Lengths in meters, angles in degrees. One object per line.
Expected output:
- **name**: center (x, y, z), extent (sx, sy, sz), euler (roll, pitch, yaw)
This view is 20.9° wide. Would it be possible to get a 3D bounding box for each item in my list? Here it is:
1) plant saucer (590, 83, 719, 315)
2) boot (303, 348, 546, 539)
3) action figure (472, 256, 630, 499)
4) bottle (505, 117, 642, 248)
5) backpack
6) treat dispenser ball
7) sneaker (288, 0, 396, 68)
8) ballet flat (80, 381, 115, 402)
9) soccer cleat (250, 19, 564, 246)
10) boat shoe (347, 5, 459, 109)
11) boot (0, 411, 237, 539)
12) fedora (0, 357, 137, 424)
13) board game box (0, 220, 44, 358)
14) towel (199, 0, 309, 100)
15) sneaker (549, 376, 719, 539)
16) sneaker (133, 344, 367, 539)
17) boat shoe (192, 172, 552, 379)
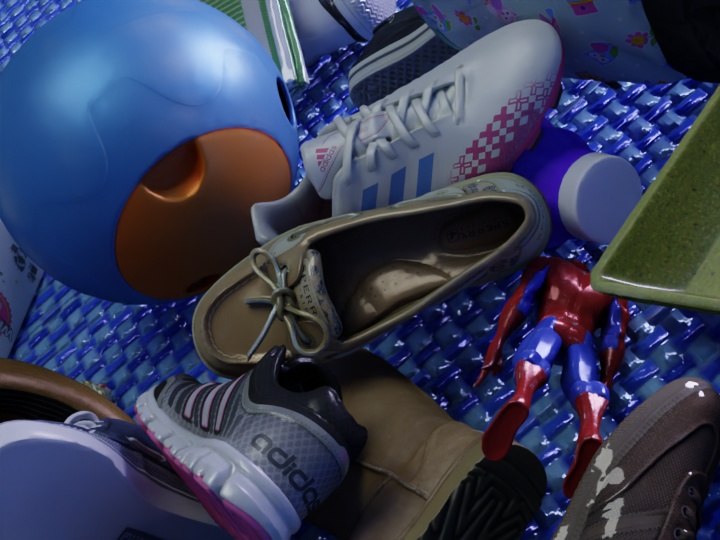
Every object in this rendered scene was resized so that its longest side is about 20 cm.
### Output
- **plant saucer**: center (0.235, -0.043, 0.922), extent (0.200, 0.048, 0.200), euler (10, 58, 54)
- **boot**: center (-0.011, 0.129, 0.986), extent (0.175, 0.066, 0.200), euler (-46, 28, -13)
- **action figure**: center (0.096, 0.041, 0.950), extent (0.200, 0.065, 0.052), euler (-66, -3, -62)
- **bottle**: center (0.076, -0.053, 1.100), extent (0.084, 0.065, 0.200), euler (-57, 33, -10)
- **backpack**: center (0.120, -0.179, 1.061), extent (0.200, 0.167, 0.127), euler (16, 53, 37)
- **treat dispenser ball**: center (-0.139, -0.078, 1.248), extent (0.201, 0.201, 0.201), euler (-29, 33, 21)
- **sneaker**: center (-0.037, -0.220, 1.429), extent (0.115, 0.075, 0.200), euler (-26, 37, 21)
- **ballet flat**: center (-0.216, 0.137, 1.205), extent (0.076, 0.064, 0.200), euler (-12, 42, 42)
- **soccer cleat**: center (0.022, -0.064, 1.041), extent (0.200, 0.086, 0.070), euler (-45, 42, 26)
- **boat shoe**: center (0.074, -0.154, 1.224), extent (0.200, 0.075, 0.062), euler (-21, 43, 41)
- **boot**: center (-0.146, 0.108, 1.012), extent (0.073, 0.200, 0.090), euler (-46, 50, 4)
- **fedora**: center (-0.208, 0.134, 1.119), extent (0.201, 0.200, 0.082), euler (-91, 23, -52)
- **board game box**: center (-0.320, 0.043, 1.443), extent (0.147, 0.064, 0.200), euler (-23, 34, 32)
- **towel**: center (-0.121, -0.139, 1.394), extent (0.200, 0.023, 0.153), euler (-35, 56, 34)
- **sneaker**: center (0.115, 0.138, 0.837), extent (0.075, 0.070, 0.200), euler (28, 69, 31)
- **sneaker**: center (-0.050, 0.079, 0.966), extent (0.087, 0.074, 0.200), euler (-39, 16, -10)
- **boat shoe**: center (0.000, 0.000, 1.002), extent (0.200, 0.073, 0.063), euler (-25, -3, 9)
